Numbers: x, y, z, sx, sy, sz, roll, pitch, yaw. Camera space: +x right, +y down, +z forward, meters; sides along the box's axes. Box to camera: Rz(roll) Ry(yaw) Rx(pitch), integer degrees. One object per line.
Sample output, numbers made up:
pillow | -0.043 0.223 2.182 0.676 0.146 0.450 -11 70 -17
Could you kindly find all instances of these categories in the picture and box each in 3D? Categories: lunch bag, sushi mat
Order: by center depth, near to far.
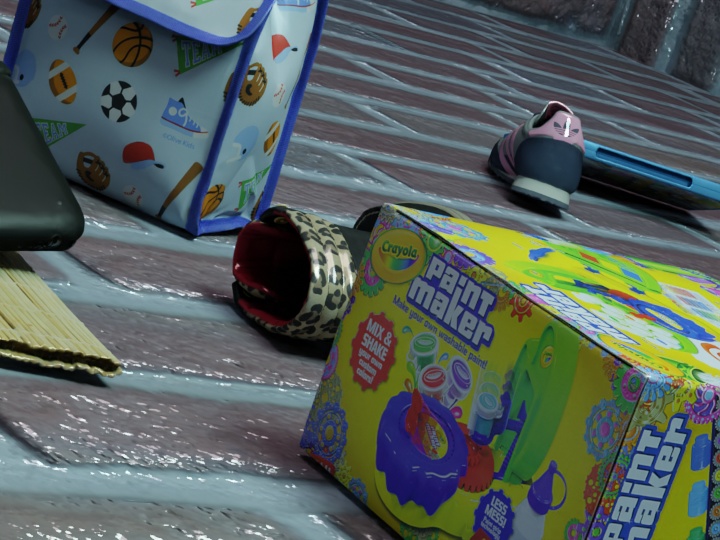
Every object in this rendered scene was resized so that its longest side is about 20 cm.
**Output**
sushi mat | -0.185 0.005 1.096 0.095 0.012 0.200 11 13 -29
lunch bag | -0.120 -0.143 1.425 0.169 0.201 0.124 24 12 19

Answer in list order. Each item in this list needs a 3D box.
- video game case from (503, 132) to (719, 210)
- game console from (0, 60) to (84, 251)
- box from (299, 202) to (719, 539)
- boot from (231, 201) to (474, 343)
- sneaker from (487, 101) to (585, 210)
video game case | 0.241 -0.093 2.171 0.198 0.018 0.143 18 -2 -11
game console | -0.266 -0.048 1.144 0.199 0.117 0.177 -1 51 -45
box | 0.114 0.073 1.002 0.191 0.123 0.200 12 14 -34
boot | 0.000 0.000 1.293 0.150 0.074 0.200 13 18 -29
sneaker | 0.159 -0.106 2.011 0.070 0.083 0.200 18 8 -10
